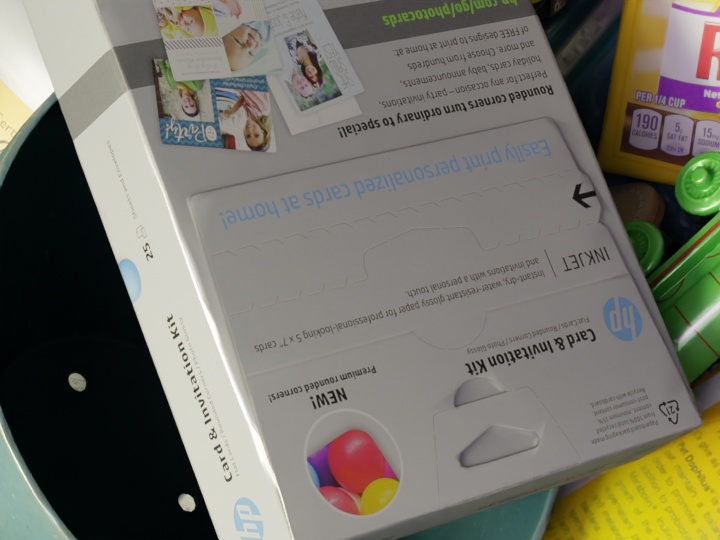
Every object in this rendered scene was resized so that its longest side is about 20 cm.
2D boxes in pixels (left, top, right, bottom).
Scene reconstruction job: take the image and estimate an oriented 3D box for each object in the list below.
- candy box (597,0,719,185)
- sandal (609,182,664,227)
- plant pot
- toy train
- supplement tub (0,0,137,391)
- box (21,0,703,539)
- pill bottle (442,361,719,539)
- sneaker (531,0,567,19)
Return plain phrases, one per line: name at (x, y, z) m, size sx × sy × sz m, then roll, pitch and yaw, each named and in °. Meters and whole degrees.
candy box at (0.181, -0.066, 0.882) m, size 0.199 × 0.026 × 0.103 m, roll 12°, pitch 96°, yaw 23°
sandal at (-0.001, 0.003, 0.933) m, size 0.211 × 0.078 × 0.070 m, roll -27°, pitch 115°, yaw 28°
plant pot at (-0.054, 0.044, 0.835) m, size 0.135 × 0.200 × 0.201 m, roll -36°, pitch 79°, yaw 52°
toy train at (0.138, -0.025, 0.843) m, size 0.200 × 0.042 × 0.056 m, roll -44°, pitch 47°, yaw 7°
supplement tub at (-0.112, -0.035, 0.952) m, size 0.145 × 0.145 × 0.200 m, roll 44°, pitch 110°, yaw 14°
box at (0.000, -0.023, 0.789) m, size 0.041 × 0.155 × 0.201 m, roll -38°, pitch 71°, yaw 53°
pill bottle at (0.119, 0.093, 0.863) m, size 0.200 × 0.109 × 0.110 m, roll -32°, pitch 81°, yaw 4°
sneaker at (0.054, -0.133, 0.887) m, size 0.085 × 0.074 × 0.200 m, roll 48°, pitch 148°, yaw -1°
